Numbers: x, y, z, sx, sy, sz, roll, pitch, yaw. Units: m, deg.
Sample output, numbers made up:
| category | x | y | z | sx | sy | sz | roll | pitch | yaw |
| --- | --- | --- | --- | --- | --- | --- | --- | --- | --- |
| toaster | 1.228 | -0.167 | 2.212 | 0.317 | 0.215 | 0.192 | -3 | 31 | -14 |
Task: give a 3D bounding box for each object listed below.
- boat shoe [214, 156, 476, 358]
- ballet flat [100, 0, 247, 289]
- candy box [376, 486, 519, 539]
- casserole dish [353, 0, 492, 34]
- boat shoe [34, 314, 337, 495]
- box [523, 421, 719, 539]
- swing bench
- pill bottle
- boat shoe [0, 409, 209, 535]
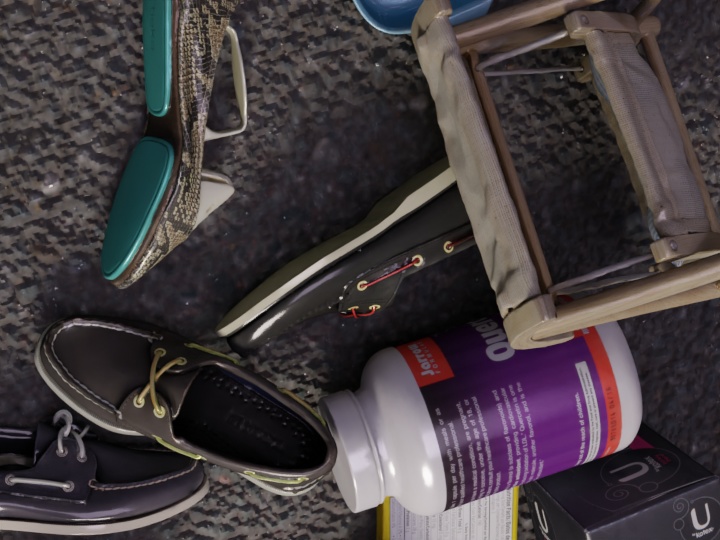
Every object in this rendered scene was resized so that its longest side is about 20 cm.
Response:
| category | x | y | z | sx | sy | sz | roll | pitch | yaw |
| --- | --- | --- | --- | --- | --- | --- | --- | --- | --- |
| boat shoe | 0.001 | 0.000 | 0.822 | 0.200 | 0.074 | 0.063 | -32 | 102 | -12 |
| ballet flat | -0.105 | -0.084 | 0.781 | 0.075 | 0.068 | 0.202 | 5 | 99 | -34 |
| candy box | 0.061 | 0.245 | 0.923 | 0.101 | 0.026 | 0.202 | -3 | 104 | -15 |
| casserole dish | 0.026 | -0.243 | 0.792 | 0.120 | 0.039 | 0.202 | -23 | 107 | -10 |
| boat shoe | -0.106 | 0.077 | 0.792 | 0.200 | 0.061 | 0.072 | 24 | 71 | -6 |
| box | 0.200 | 0.228 | 0.909 | 0.105 | 0.122 | 0.202 | -19 | 108 | -11 |
| swing bench | 0.144 | -0.071 | 0.783 | 0.198 | 0.130 | 0.201 | -14 | 78 | -12 |
| pill bottle | 0.077 | 0.091 | 0.846 | 0.198 | 0.112 | 0.114 | -16 | 107 | -13 |
| boat shoe | -0.193 | 0.121 | 0.795 | 0.198 | 0.073 | 0.063 | -1 | 106 | -11 |
